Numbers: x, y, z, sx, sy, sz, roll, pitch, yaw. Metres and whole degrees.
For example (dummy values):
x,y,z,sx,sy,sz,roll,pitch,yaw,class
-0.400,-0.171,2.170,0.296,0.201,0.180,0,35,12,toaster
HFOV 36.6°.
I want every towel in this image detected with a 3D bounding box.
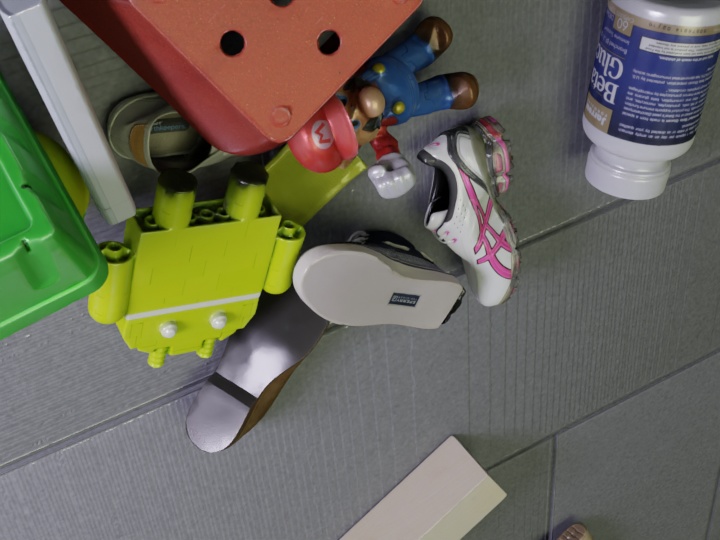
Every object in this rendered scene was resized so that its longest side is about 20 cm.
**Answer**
x,y,z,sx,sy,sz,roll,pitch,yaw,class
-0.087,-0.040,0.935,0.200,0.018,0.086,-44,145,9,towel

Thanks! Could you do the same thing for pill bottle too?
x,y,z,sx,sy,sz,roll,pitch,yaw,class
0.276,-0.174,1.049,0.111,0.111,0.200,-14,128,-27,pill bottle

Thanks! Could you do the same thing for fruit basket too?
x,y,z,sx,sy,sz,roll,pitch,yaw,class
-0.262,-0.050,0.737,0.155,0.216,0.216,-29,134,-15,fruit basket

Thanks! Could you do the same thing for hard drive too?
x,y,z,sx,sy,sz,roll,pitch,yaw,class
-0.199,-0.134,0.690,0.027,0.132,0.200,-26,150,-11,hard drive

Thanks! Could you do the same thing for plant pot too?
x,y,z,sx,sy,sz,roll,pitch,yaw,class
-0.073,-0.191,0.706,0.200,0.176,0.200,-46,117,1,plant pot

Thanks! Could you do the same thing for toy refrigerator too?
x,y,z,sx,sy,sz,roll,pitch,yaw,class
0.069,0.297,1.277,0.200,0.076,0.070,-44,136,-1,toy refrigerator

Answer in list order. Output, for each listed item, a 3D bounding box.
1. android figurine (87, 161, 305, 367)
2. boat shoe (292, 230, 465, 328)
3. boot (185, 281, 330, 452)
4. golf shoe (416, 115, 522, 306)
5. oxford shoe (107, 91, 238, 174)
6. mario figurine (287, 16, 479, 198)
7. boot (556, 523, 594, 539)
x,y,z,sx,sy,sz,roll,pitch,yaw,class
-0.135,0.002,0.895,0.182,0.041,0.200,-8,134,-32,android figurine
0.000,0.000,0.993,0.200,0.093,0.075,17,110,-45,boat shoe
-0.087,0.082,1.031,0.200,0.074,0.075,-53,165,3,boot
0.101,-0.048,1.053,0.092,0.073,0.200,-20,121,-14,golf shoe
-0.099,-0.118,0.865,0.200,0.058,0.075,-16,127,-28,oxford shoe
0.023,-0.138,0.861,0.200,0.123,0.106,-35,154,-39,mario figurine
0.262,0.460,1.536,0.200,0.072,0.167,-33,133,-16,boot
